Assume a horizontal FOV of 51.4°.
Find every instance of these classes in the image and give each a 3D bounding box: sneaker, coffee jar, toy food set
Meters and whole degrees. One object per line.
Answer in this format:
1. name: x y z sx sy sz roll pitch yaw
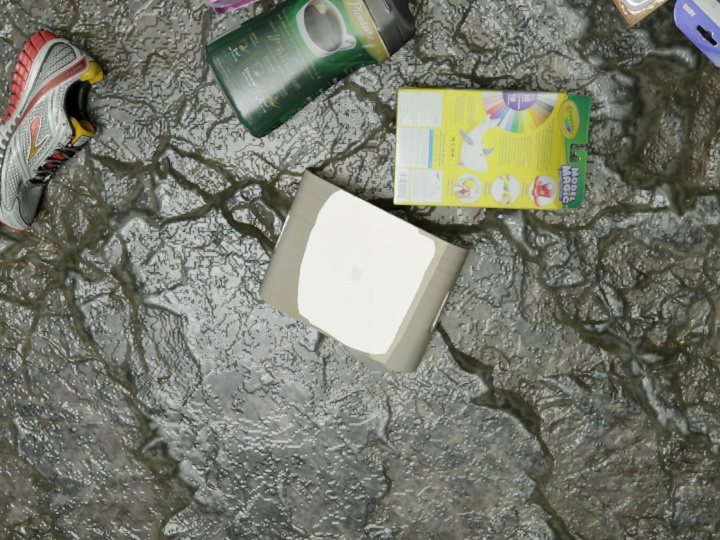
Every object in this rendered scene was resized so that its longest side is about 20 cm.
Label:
1. sneaker: -0.323 -0.135 0.767 0.080 0.078 0.204 21 101 -3
2. coffee jar: -0.047 -0.224 0.734 0.197 0.085 0.106 -29 97 8
3. toy food set: 0.000 0.000 0.796 0.196 0.060 0.146 26 102 6

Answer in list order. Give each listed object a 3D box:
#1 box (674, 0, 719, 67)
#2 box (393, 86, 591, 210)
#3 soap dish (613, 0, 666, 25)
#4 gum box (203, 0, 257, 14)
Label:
1. box: 0.392 -0.298 0.726 0.119 0.042 0.201 40 102 -5
2. box: 0.132 -0.125 0.766 0.194 0.048 0.121 3 101 4
3. soap dish: 0.285 -0.350 0.665 0.199 0.081 0.159 -33 98 38
4. gum box: -0.081 -0.341 0.722 0.195 0.066 0.116 -19 98 6
